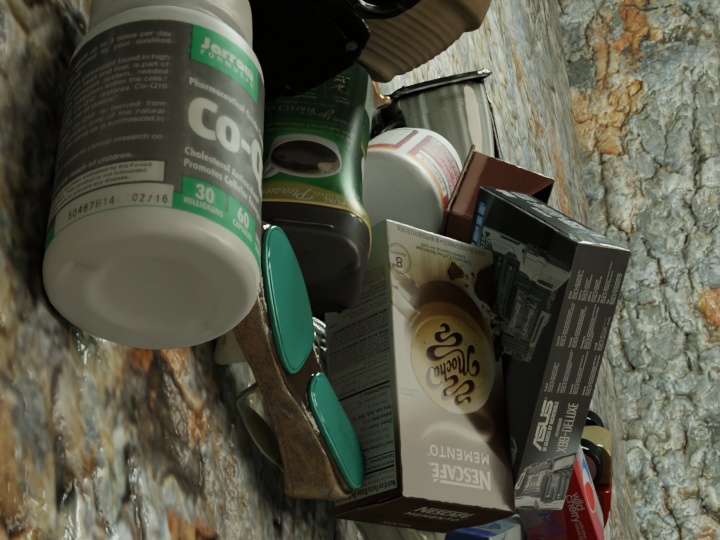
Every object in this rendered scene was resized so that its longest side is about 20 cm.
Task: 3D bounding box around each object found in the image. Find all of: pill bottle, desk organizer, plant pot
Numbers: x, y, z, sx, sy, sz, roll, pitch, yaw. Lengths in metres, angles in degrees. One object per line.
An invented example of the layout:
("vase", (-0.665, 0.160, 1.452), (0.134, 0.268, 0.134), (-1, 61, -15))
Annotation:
("pill bottle", (-0.108, -0.069, 0.800), (0.113, 0.112, 0.202), (58, 24, -51))
("pill bottle", (0.035, -0.070, 1.334), (0.200, 0.108, 0.111), (-46, 122, -72))
("desk organizer", (0.110, -0.015, 1.295), (0.201, 0.076, 0.072), (97, 15, -60))
("plant pot", (-0.006, -0.207, 1.128), (0.094, 0.199, 0.201), (-66, 161, -1))

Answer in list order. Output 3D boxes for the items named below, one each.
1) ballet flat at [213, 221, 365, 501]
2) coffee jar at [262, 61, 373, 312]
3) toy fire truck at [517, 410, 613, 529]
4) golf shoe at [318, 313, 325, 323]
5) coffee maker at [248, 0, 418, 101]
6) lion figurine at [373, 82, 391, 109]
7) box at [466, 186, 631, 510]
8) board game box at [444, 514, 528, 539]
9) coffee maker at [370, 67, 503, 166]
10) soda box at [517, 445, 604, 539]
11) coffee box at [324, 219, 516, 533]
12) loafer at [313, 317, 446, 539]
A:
("ballet flat", (-0.057, 0.067, 0.963), (0.068, 0.066, 0.202), (-51, 127, -62))
("coffee jar", (-0.043, -0.063, 1.045), (0.086, 0.103, 0.202), (100, -6, -47))
("toy fire truck", (0.156, 0.250, 1.430), (0.129, 0.174, 0.203), (-59, 149, -69))
("golf shoe", (0.000, 0.000, 1.178), (0.078, 0.093, 0.203), (-3, 79, -71))
("coffee maker", (-0.054, -0.226, 0.952), (0.135, 0.190, 0.202), (67, 18, -60))
("lion figurine", (-0.039, -0.186, 1.234), (0.124, 0.072, 0.200), (69, 19, 4))
("box", (0.120, 0.055, 1.102), (0.158, 0.049, 0.202), (-140, -120, -62))
("board game box", (0.098, 0.316, 1.262), (0.199, 0.043, 0.203), (16, 82, -72))
("coffee maker", (0.103, -0.098, 1.560), (0.192, 0.133, 0.203), (-14, 92, -76))
("soda box", (0.163, 0.169, 1.295), (0.070, 0.063, 0.202), (-78, 152, -57))
("coffee box", (0.040, 0.079, 1.060), (0.112, 0.079, 0.203), (14, 63, -38))
("loafer", (-0.009, 0.132, 1.102), (0.070, 0.069, 0.202), (-30, 92, -53))
